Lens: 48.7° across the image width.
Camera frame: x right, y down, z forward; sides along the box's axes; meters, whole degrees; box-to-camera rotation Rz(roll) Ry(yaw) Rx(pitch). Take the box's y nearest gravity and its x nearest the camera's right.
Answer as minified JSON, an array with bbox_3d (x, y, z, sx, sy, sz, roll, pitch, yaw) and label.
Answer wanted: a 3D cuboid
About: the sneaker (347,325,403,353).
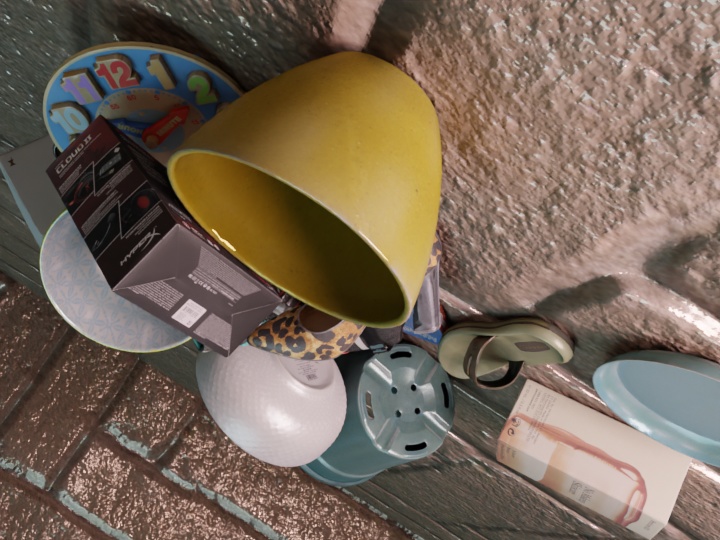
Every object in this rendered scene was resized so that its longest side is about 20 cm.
[{"bbox_3d":[0.000,0.000,0.840,0.111,0.073,0.201,-2,127,18],"label":"sneaker"}]

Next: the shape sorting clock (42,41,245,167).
[{"bbox_3d":[-0.192,-0.130,0.742,0.198,0.039,0.201,1,142,1],"label":"shape sorting clock"}]

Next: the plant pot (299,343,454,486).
[{"bbox_3d":[0.018,0.190,1.095,0.200,0.201,0.196,37,150,-14],"label":"plant pot"}]

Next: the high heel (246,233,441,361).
[{"bbox_3d":[-0.020,0.012,0.758,0.198,0.072,0.143,-10,130,-3],"label":"high heel"}]

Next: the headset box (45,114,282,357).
[{"bbox_3d":[-0.176,-0.036,0.697,0.200,0.075,0.149,47,-177,39],"label":"headset box"}]

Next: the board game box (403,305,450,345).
[{"bbox_3d":[0.014,0.032,0.954,0.199,0.020,0.103,19,153,32],"label":"board game box"}]

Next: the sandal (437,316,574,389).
[{"bbox_3d":[0.142,0.094,0.852,0.079,0.058,0.201,32,157,-16],"label":"sandal"}]

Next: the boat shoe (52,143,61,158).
[{"bbox_3d":[-0.241,-0.141,0.810,0.199,0.065,0.073,-11,123,42],"label":"boat shoe"}]

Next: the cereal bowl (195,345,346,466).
[{"bbox_3d":[-0.091,0.126,0.948,0.200,0.201,0.083,38,117,-16],"label":"cereal bowl"}]

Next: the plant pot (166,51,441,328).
[{"bbox_3d":[-0.018,-0.073,0.583,0.199,0.143,0.200,28,160,11],"label":"plant pot"}]

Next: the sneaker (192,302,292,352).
[{"bbox_3d":[-0.139,0.052,0.848,0.200,0.092,0.077,38,163,-32],"label":"sneaker"}]

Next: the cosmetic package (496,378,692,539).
[{"bbox_3d":[0.266,0.220,0.929,0.199,0.088,0.104,23,157,21],"label":"cosmetic package"}]

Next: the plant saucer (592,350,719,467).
[{"bbox_3d":[0.316,0.129,0.738,0.199,0.028,0.200,27,160,11],"label":"plant saucer"}]

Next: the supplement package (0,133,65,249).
[{"bbox_3d":[-0.388,-0.092,1.055,0.118,0.116,0.200,60,160,4],"label":"supplement package"}]

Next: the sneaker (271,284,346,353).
[{"bbox_3d":[-0.076,0.025,0.940,0.086,0.074,0.201,14,148,44],"label":"sneaker"}]

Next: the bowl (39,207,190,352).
[{"bbox_3d":[-0.253,-0.018,0.916,0.200,0.200,0.108,39,-160,-21],"label":"bowl"}]
